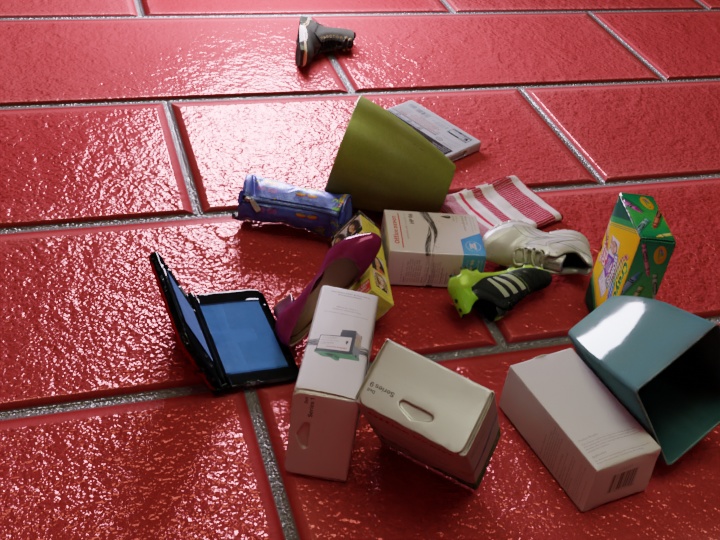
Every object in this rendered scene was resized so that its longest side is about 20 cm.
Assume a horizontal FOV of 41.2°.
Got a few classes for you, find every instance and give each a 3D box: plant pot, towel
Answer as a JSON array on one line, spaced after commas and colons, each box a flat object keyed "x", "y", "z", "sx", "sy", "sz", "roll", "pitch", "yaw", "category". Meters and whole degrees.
[{"x": 0.383, "y": 0.128, "z": 1.301, "sx": 0.140, "sy": 0.143, "sz": 0.200, "roll": -36, "pitch": 30, "yaw": -9, "category": "plant pot"}, {"x": 0.249, "y": -0.110, "z": 1.713, "sx": 0.197, "sy": 0.023, "sz": 0.144, "roll": -17, "pitch": 45, "yaw": -30, "category": "towel"}, {"x": 0.057, "y": -0.174, "z": 1.647, "sx": 0.197, "sy": 0.189, "sz": 0.188, "roll": 22, "pitch": 37, "yaw": -1, "category": "plant pot"}]

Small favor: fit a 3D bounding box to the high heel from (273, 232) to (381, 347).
[{"x": -0.039, "y": 0.030, "z": 1.363, "sx": 0.067, "sy": 0.200, "sz": 0.096, "roll": 43, "pitch": 8, "yaw": -29, "category": "high heel"}]

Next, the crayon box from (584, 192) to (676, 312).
[{"x": 0.403, "y": 0.002, "z": 1.446, "sx": 0.057, "sy": 0.203, "sz": 0.120, "roll": 5, "pitch": 36, "yaw": -6, "category": "crayon box"}]

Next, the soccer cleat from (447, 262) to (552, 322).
[{"x": 0.221, "y": 0.036, "z": 1.489, "sx": 0.196, "sy": 0.067, "sz": 0.083, "roll": -4, "pitch": 69, "yaw": -31, "category": "soccer cleat"}]

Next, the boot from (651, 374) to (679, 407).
[{"x": 0.509, "y": 0.188, "z": 1.350, "sx": 0.171, "sy": 0.070, "sz": 0.200, "roll": -18, "pitch": 40, "yaw": -23, "category": "boot"}]

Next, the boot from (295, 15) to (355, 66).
[{"x": -0.074, "y": -0.506, "z": 2.128, "sx": 0.135, "sy": 0.079, "sz": 0.202, "roll": 9, "pitch": 38, "yaw": -7, "category": "boot"}]

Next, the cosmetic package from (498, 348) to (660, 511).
[{"x": 0.283, "y": 0.204, "z": 1.261, "sx": 0.111, "sy": 0.082, "sz": 0.201, "roll": -10, "pitch": 40, "yaw": -24, "category": "cosmetic package"}]

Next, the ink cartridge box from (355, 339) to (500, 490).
[{"x": 0.086, "y": 0.177, "z": 1.147, "sx": 0.143, "sy": 0.200, "sz": 0.089, "roll": 24, "pitch": 75, "yaw": 20, "category": "ink cartridge box"}]

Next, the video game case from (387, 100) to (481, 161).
[{"x": 0.108, "y": -0.264, "z": 1.886, "sx": 0.180, "sy": 0.024, "sz": 0.199, "roll": -26, "pitch": 50, "yaw": -37, "category": "video game case"}]

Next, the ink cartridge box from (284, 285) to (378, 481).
[{"x": -0.035, "y": 0.143, "z": 1.222, "sx": 0.082, "sy": 0.148, "sz": 0.202, "roll": 10, "pitch": 37, "yaw": 2, "category": "ink cartridge box"}]

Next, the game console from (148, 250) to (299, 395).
[{"x": -0.191, "y": 0.061, "z": 1.329, "sx": 0.117, "sy": 0.174, "sz": 0.201, "roll": -29, "pitch": 44, "yaw": -4, "category": "game console"}]

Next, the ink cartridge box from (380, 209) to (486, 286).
[{"x": 0.095, "y": -0.036, "z": 1.546, "sx": 0.195, "sy": 0.069, "sz": 0.117, "roll": 2, "pitch": 37, "yaw": -7, "category": "ink cartridge box"}]

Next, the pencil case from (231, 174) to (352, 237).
[{"x": -0.111, "y": -0.105, "z": 1.585, "sx": 0.196, "sy": 0.080, "sz": 0.087, "roll": 11, "pitch": 8, "yaw": 5, "category": "pencil case"}]

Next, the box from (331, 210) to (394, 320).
[{"x": 0.000, "y": 0.000, "z": 1.467, "sx": 0.050, "sy": 0.075, "sz": 0.202, "roll": 34, "pitch": 28, "yaw": -29, "category": "box"}]

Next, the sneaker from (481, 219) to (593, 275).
[{"x": 0.290, "y": -0.032, "z": 1.563, "sx": 0.195, "sy": 0.076, "sz": 0.087, "roll": 2, "pitch": 25, "yaw": -7, "category": "sneaker"}]
